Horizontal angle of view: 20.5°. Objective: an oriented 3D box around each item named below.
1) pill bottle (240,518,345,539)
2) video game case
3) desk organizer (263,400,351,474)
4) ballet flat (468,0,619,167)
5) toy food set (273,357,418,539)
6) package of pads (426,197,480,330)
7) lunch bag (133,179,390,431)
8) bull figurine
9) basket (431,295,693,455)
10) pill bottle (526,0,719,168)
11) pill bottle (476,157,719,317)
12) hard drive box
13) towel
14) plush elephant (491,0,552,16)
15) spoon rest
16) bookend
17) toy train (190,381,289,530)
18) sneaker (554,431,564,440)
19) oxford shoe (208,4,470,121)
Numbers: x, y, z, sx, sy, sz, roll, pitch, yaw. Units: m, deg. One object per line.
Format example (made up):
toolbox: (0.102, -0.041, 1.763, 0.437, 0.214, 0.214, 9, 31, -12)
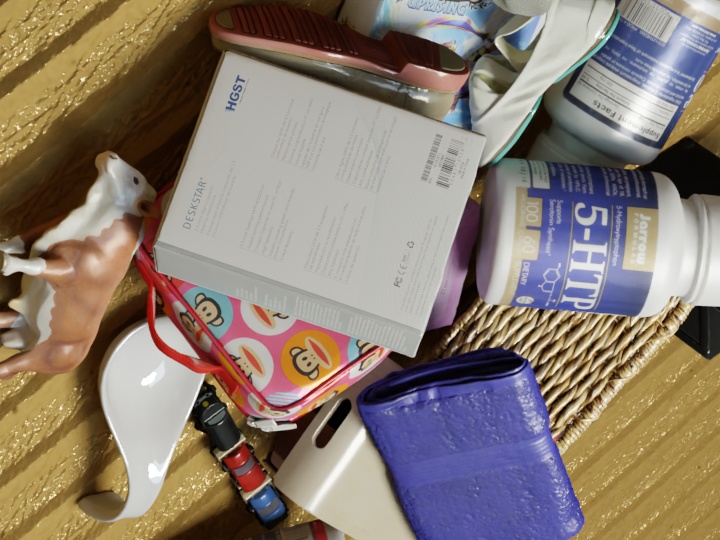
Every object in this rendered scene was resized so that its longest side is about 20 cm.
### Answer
pill bottle: (-0.101, 0.294, 1.715, 0.199, 0.120, 0.120, -15, 134, -4)
video game case: (0.068, -0.187, 1.564, 0.199, 0.045, 0.182, 0, 120, -42)
desk organizer: (0.021, 0.148, 1.776, 0.199, 0.072, 0.077, -4, 122, -40)
ballet flat: (0.124, -0.157, 1.539, 0.069, 0.070, 0.200, -11, 156, -36)
toy food set: (0.031, 0.164, 1.710, 0.200, 0.060, 0.144, 35, 92, -40)
package of pads: (0.000, 0.000, 1.631, 0.199, 0.076, 0.121, -12, 126, -36)
lunch bag: (-0.076, 0.012, 1.476, 0.176, 0.200, 0.082, -34, 172, -16)
bull figurine: (-0.218, 0.004, 1.428, 0.121, 0.065, 0.201, -5, 135, -32)
basket: (0.181, 0.053, 1.750, 0.200, 0.149, 0.143, -49, 171, 1)
pill bottle: (0.224, -0.159, 1.675, 0.111, 0.111, 0.201, 13, 112, -47)
pill bottle: (0.200, -0.024, 1.616, 0.199, 0.120, 0.120, 4, 125, -4)
hard drive box: (-0.029, -0.047, 1.417, 0.077, 0.199, 0.157, 105, 4, -75)
towel: (0.094, 0.153, 1.650, 0.147, 0.050, 0.201, -12, 127, 14)
plush elephant: (0.125, -0.283, 1.431, 0.199, 0.155, 0.165, -27, 161, -13)
spoon rest: (-0.174, 0.122, 1.584, 0.099, 0.061, 0.201, -8, 127, -38)
bookend: (0.344, 0.015, 1.858, 0.092, 0.199, 0.201, -33, 139, -20)
toy train: (-0.101, 0.163, 1.695, 0.034, 0.046, 0.200, -38, 140, -11)
sneaker: (0.180, 0.098, 1.891, 0.085, 0.077, 0.200, 36, 88, -39)
oxford shoe: (-0.021, -0.141, 1.461, 0.199, 0.071, 0.075, 13, 120, -16)
